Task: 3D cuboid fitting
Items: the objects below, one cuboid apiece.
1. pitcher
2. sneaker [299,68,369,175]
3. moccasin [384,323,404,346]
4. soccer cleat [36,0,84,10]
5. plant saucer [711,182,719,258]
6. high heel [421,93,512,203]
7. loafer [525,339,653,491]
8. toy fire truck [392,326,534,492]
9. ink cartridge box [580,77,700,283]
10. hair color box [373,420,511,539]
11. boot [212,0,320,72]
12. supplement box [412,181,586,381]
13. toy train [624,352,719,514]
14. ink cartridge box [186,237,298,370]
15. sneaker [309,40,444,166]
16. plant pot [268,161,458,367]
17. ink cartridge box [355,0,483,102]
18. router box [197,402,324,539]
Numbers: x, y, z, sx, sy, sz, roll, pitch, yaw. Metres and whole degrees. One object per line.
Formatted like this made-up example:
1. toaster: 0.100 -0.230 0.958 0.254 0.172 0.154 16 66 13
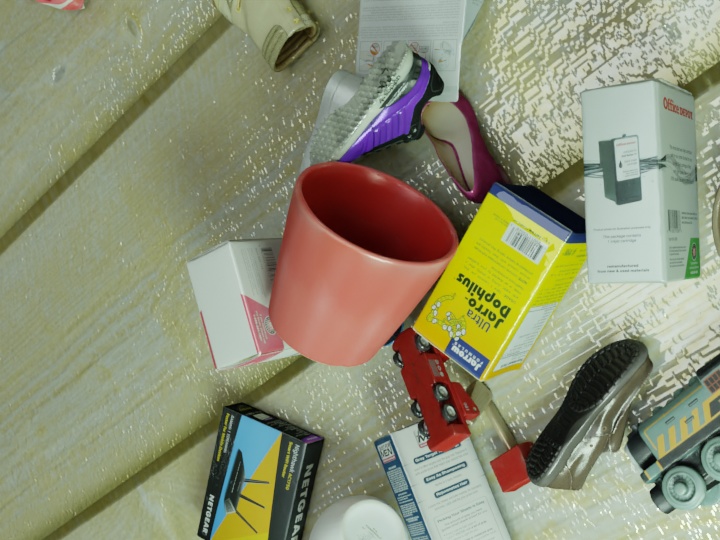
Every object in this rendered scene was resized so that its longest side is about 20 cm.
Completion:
1. pitcher: 0.006 0.376 1.197 0.171 0.121 0.200 39 143 9
2. sneaker: -0.021 -0.148 1.221 0.085 0.073 0.200 28 125 17
3. moccasin: 0.000 0.000 1.229 0.080 0.068 0.200 -34 75 28
4. soccer cleat: -0.525 -0.463 1.537 0.200 0.076 0.067 24 104 29
5. plant saucer: 0.454 -0.050 0.944 0.200 0.029 0.201 9 109 27
6. high heel: 0.102 -0.161 1.143 0.067 0.096 0.200 -38 73 27
7. loafer: 0.267 0.166 1.079 0.200 0.071 0.073 -56 20 14
8. toy fire truck: 0.125 0.163 1.134 0.049 0.141 0.200 -41 55 34
9. ink cartridge box: 0.295 -0.088 0.997 0.083 0.146 0.201 -2 90 33
10. hair color box: 0.103 0.279 1.151 0.200 0.100 0.061 69 154 11
11. boot: -0.100 -0.384 1.275 0.200 0.073 0.156 -49 67 26
12. supplement box: 0.168 0.011 1.100 0.109 0.109 0.200 37 110 25
13. toy train: 0.370 0.168 1.002 0.200 0.085 0.114 -47 56 27
14. ink cartridge box: -0.108 0.039 1.223 0.083 0.200 0.147 -23 80 34
15. sneaker: 0.025 -0.170 1.139 0.200 0.099 0.070 -46 39 28
16. plant pot: -0.013 0.000 1.100 0.200 0.200 0.178 42 124 24
17. ink cartridge box: 0.074 -0.310 1.182 0.162 0.050 0.201 9 101 37
18. router box: -0.142 0.304 1.339 0.149 0.051 0.201 17 101 29
